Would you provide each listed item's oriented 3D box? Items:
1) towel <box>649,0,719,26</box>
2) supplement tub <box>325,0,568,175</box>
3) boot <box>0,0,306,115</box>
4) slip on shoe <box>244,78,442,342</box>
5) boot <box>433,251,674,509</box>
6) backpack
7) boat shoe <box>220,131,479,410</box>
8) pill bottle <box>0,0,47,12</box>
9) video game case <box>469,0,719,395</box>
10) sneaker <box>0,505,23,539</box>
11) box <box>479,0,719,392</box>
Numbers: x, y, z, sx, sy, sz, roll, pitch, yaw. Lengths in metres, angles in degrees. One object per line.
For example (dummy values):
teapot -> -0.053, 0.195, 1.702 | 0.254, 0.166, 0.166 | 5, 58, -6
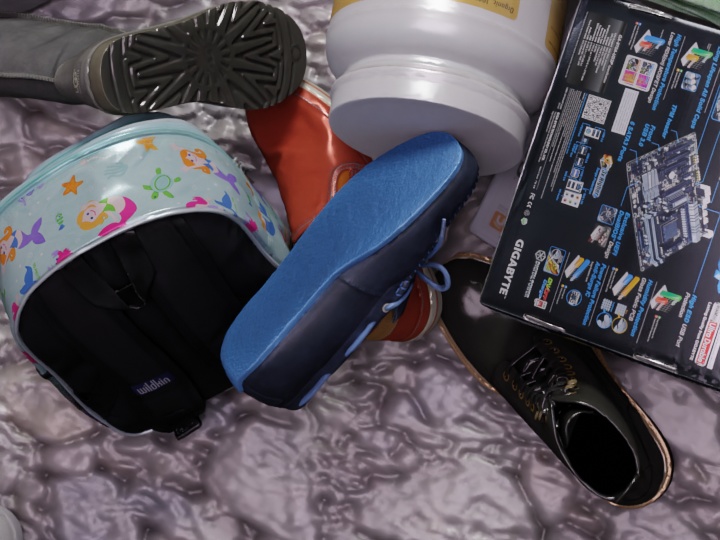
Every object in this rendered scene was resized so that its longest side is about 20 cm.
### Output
towel -> 0.197, -0.241, 1.350 | 0.151, 0.023, 0.201 | 19, 59, -11
supplement tub -> 0.057, -0.173, 1.357 | 0.143, 0.145, 0.202 | 8, 73, 11
boot -> -0.159, -0.136, 1.421 | 0.199, 0.181, 0.073 | 2, 96, 51
slip on shoe -> -0.019, -0.041, 1.408 | 0.074, 0.061, 0.201 | -41, 71, 38
boot -> 0.112, 0.061, 1.349 | 0.200, 0.138, 0.078 | 43, 96, 13
backpack -> -0.136, -0.006, 1.373 | 0.177, 0.200, 0.151 | -29, 61, 8
boat shoe -> 0.000, 0.000, 1.334 | 0.200, 0.069, 0.084 | -42, 37, 15
pill bottle -> -0.262, -0.274, 1.462 | 0.109, 0.110, 0.202 | -19, 82, 8
video game case -> 0.185, -0.051, 1.362 | 0.199, 0.022, 0.183 | 33, 113, 18
sneaker -> -0.282, 0.249, 1.437 | 0.072, 0.085, 0.202 | 15, 90, 10
box -> 0.176, -0.047, 1.303 | 0.158, 0.046, 0.202 | 19, 91, 20
